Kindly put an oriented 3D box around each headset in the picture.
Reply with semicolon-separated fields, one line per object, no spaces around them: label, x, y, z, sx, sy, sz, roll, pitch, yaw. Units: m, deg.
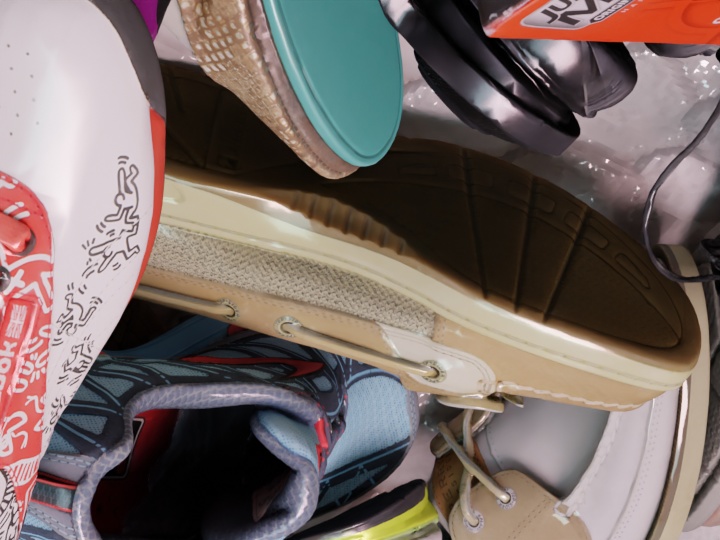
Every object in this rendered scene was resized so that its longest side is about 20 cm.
headset;0.074;-0.069;0.756;0.123;0.094;0.200;-24;121;3

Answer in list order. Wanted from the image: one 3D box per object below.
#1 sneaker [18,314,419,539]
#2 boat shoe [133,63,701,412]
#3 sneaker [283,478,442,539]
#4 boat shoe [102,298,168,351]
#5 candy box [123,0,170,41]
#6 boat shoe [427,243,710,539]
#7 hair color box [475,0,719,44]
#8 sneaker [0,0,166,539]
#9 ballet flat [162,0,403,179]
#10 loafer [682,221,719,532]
sneaker;-0.041;0.060;0.817;0.200;0.095;0.079;-4;108;-49
boat shoe;-0.001;0.001;0.817;0.200;0.073;0.063;17;125;-5
sneaker;-0.038;0.142;0.915;0.074;0.081;0.200;-16;167;-46
boat shoe;-0.135;0.017;0.843;0.200;0.071;0.064;29;158;-36
candy box;-0.153;-0.116;0.684;0.200;0.061;0.137;0;133;17
boat shoe;0.056;0.074;0.899;0.068;0.075;0.200;5;130;-14
hair color box;0.107;-0.109;0.670;0.200;0.102;0.061;-3;161;-40
sneaker;-0.104;0.029;0.661;0.067;0.108;0.202;24;119;4
ballet flat;-0.043;-0.108;0.749;0.065;0.071;0.200;4;133;26
loafer;0.139;0.002;0.853;0.063;0.072;0.200;0;128;-16
